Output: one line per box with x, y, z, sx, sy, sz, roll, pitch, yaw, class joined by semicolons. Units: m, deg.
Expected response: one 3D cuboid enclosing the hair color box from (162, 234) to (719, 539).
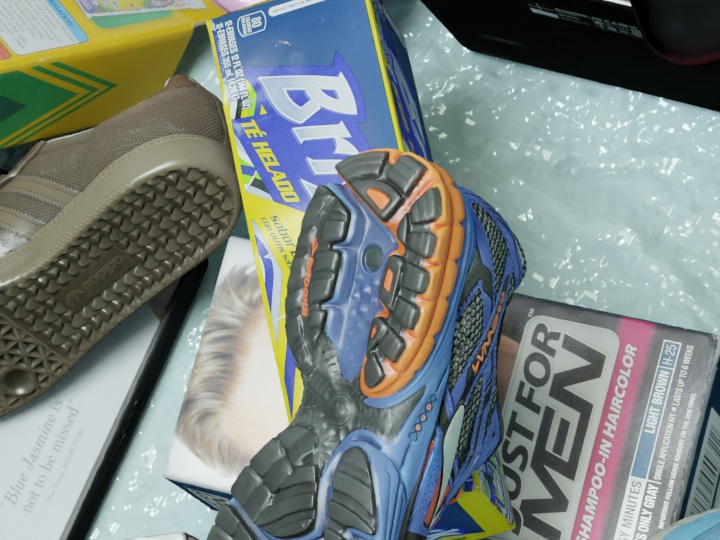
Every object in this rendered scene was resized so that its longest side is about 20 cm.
0.035;0.059;1.032;0.199;0.061;0.101;11;77;20;hair color box

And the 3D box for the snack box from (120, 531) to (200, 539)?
-0.149;0.130;1.060;0.198;0.072;0.025;-9;74;14;snack box

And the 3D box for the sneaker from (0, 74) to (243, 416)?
-0.129;-0.005;1.088;0.199;0.071;0.076;-29;36;15;sneaker

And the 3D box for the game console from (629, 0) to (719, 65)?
0.124;-0.162;0.845;0.118;0.172;0.201;-20;102;4;game console

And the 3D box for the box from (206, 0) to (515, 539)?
0.000;0.000;0.989;0.064;0.070;0.201;-16;70;9;box

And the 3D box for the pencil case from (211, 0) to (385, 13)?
0.005;-0.184;1.053;0.087;0.087;0.201;40;123;23;pencil case

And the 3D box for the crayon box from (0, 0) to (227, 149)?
-0.158;-0.110;1.100;0.126;0.199;0.052;48;131;23;crayon box

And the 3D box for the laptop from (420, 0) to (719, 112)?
0.111;-0.140;0.988;0.186;0.200;0.117;16;83;20;laptop

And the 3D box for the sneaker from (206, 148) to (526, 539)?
0.010;0.064;0.891;0.075;0.078;0.201;24;99;42;sneaker

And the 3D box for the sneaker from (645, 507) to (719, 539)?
0.185;0.088;0.940;0.199;0.090;0.079;-32;91;-15;sneaker

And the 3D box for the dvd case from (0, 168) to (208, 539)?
-0.176;0.023;1.129;0.199;0.018;0.143;22;82;22;dvd case
